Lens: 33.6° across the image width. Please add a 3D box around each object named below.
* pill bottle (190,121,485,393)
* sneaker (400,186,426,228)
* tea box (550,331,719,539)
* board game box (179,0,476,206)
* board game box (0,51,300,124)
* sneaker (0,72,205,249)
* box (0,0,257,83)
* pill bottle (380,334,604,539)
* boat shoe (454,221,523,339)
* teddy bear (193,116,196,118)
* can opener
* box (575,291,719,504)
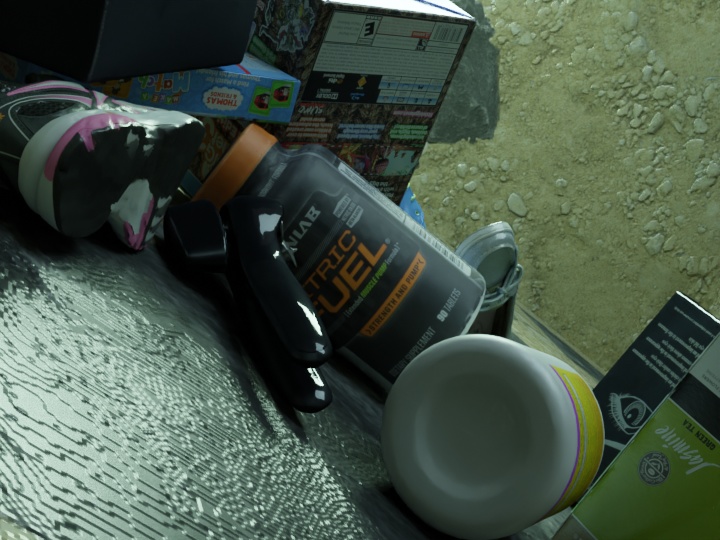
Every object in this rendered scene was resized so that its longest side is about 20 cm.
[{"bbox_3d":[-0.019,-0.013,0.818,0.199,0.107,0.106,38,6,-8],"label":"pill bottle"},{"bbox_3d":[0.021,-0.085,1.248,0.104,0.202,0.075,25,-23,-30],"label":"sneaker"},{"bbox_3d":[0.271,0.179,0.776,0.200,0.197,0.133,45,9,35],"label":"tea box"},{"bbox_3d":[-0.029,-0.129,0.917,0.158,0.202,0.097,-5,37,-43],"label":"board game box"},{"bbox_3d":[-0.162,-0.145,0.790,0.198,0.037,0.151,1,25,-42],"label":"board game box"},{"bbox_3d":[-0.144,-0.068,0.619,0.086,0.081,0.200,30,0,6],"label":"sneaker"},{"bbox_3d":[-0.177,-0.196,0.676,0.198,0.119,0.197,21,18,13],"label":"box"},{"bbox_3d":[0.086,0.096,0.691,0.104,0.105,0.200,42,6,19],"label":"pill bottle"},{"bbox_3d":[0.121,0.036,1.137,0.065,0.074,0.203,53,-28,33],"label":"boat shoe"},{"bbox_3d":[-0.135,-0.167,0.993,0.066,0.146,0.201,12,-26,16],"label":"teddy bear"},{"bbox_3d":[-0.056,0.017,0.681,0.200,0.078,0.064,-127,-156,-51],"label":"can opener"},{"bbox_3d":[0.271,0.143,1.021,0.104,0.201,0.148,37,8,-20],"label":"box"}]
